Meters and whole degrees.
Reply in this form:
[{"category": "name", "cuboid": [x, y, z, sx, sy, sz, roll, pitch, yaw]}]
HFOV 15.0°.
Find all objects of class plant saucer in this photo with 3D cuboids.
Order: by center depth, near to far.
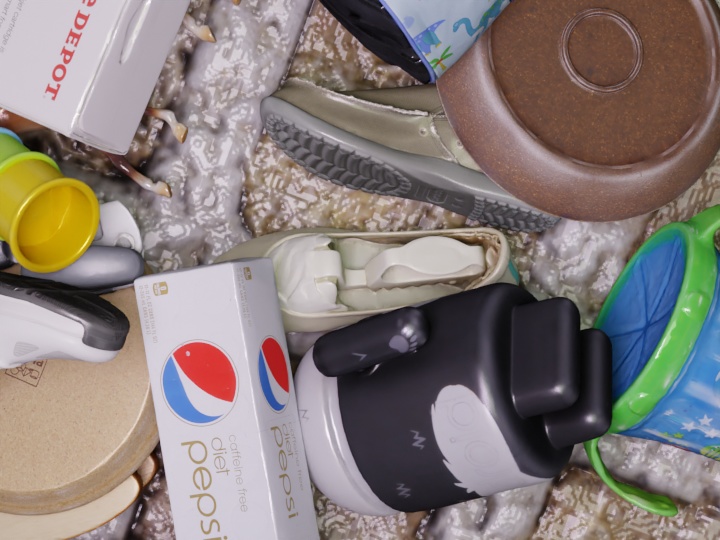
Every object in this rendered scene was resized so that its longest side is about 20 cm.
[{"category": "plant saucer", "cuboid": [0.144, -0.131, 1.684, 0.199, 0.034, 0.202, 3, 78, -16]}]

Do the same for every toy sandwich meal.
[{"category": "toy sandwich meal", "cuboid": [-0.195, 0.065, 1.693, 0.203, 0.070, 0.207, -1, 85, 7]}]

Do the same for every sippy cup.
[{"category": "sippy cup", "cuboid": [0.220, 0.058, 1.682, 0.130, 0.140, 0.178, 27, 135, -13]}]

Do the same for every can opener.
[{"category": "can opener", "cuboid": [-0.224, 0.001, 1.638, 0.199, 0.066, 0.053, -13, 84, 11]}]

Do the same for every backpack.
[{"category": "backpack", "cuboid": [0.015, -0.226, 1.610, 0.147, 0.183, 0.200, -40, 66, 2]}]

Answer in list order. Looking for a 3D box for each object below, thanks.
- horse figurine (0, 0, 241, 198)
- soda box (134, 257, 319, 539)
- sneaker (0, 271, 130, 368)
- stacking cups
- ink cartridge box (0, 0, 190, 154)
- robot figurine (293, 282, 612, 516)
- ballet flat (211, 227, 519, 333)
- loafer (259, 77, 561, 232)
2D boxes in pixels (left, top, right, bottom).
[{"category": "horse figurine", "cuboid": [-0.154, -0.138, 1.690, 0.132, 0.050, 0.201, 21, 96, 9]}, {"category": "soda box", "cuboid": [-0.076, 0.096, 1.618, 0.068, 0.064, 0.202, -10, 90, 21]}, {"category": "sneaker", "cuboid": [-0.223, 0.057, 1.573, 0.199, 0.076, 0.116, 11, 93, 29]}, {"category": "stacking cups", "cuboid": [-0.228, -0.067, 1.636, 0.060, 0.200, 0.061, -19, 126, -28]}, {"category": "ink cartridge box", "cuboid": [-0.207, -0.172, 1.638, 0.199, 0.084, 0.147, 24, 91, 22]}, {"category": "robot figurine", "cuboid": [0.053, 0.076, 1.651, 0.199, 0.125, 0.151, -16, 105, 29]}, {"category": "ballet flat", "cuboid": [0.000, 0.000, 1.695, 0.198, 0.069, 0.070, -4, 92, -3]}, {"category": "loafer", "cuboid": [0.035, -0.083, 1.700, 0.199, 0.075, 0.070, 18, 73, -9]}]
